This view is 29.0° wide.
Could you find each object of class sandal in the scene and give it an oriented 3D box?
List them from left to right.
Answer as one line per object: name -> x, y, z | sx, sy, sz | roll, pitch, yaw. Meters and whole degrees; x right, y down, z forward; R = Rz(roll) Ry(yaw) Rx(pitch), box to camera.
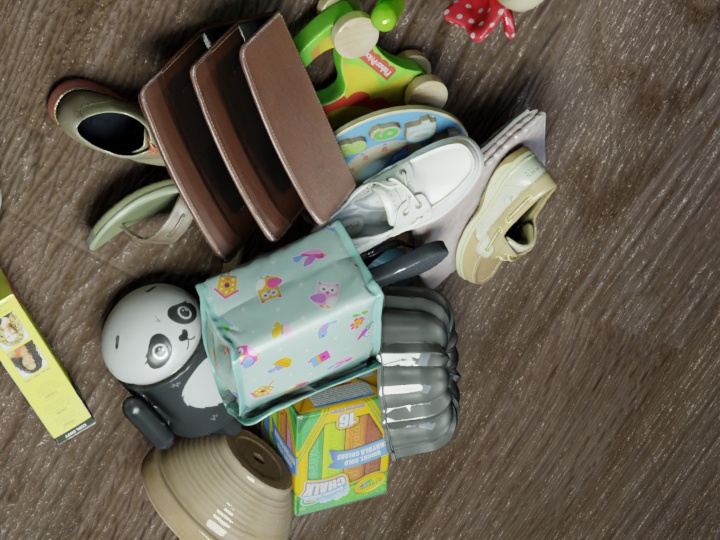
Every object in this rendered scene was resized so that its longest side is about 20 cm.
sandal -> -0.185, -0.061, 1.423 | 0.200, 0.058, 0.080 | -20, 172, -17
sandal -> -0.001, 0.000, 1.492 | 0.199, 0.043, 0.076 | -19, 173, 27

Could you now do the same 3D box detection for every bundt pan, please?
bundt pan -> 0.069, 0.110, 1.552 | 0.075, 0.203, 0.203 | -3, 129, 9

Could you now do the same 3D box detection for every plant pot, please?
plant pot -> -0.143, 0.244, 1.580 | 0.200, 0.201, 0.093 | 30, 107, -39

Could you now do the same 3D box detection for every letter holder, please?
letter holder -> -0.109, -0.123, 1.344 | 0.142, 0.100, 0.201 | -54, 129, -44

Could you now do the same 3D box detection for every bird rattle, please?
bird rattle -> 0.162, -0.322, 1.397 | 0.112, 0.163, 0.201 | 27, 97, -20

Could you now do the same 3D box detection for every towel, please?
towel -> 0.129, -0.077, 1.559 | 0.200, 0.032, 0.191 | -41, 158, -11

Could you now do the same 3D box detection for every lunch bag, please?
lunch bag -> -0.069, 0.069, 1.403 | 0.169, 0.122, 0.200 | -23, 151, -15

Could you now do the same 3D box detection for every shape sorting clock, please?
shape sorting clock -> 0.025, -0.103, 1.486 | 0.199, 0.039, 0.201 | -19, 148, -12

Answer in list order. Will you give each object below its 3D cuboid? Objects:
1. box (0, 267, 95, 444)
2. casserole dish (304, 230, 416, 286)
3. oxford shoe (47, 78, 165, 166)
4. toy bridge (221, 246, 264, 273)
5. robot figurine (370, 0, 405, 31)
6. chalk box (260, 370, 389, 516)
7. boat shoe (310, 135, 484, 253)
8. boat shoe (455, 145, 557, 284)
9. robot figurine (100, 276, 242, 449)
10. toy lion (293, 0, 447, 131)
box -> -0.346, 0.087, 1.448 | 0.050, 0.075, 0.201 | -31, 130, -9
casserole dish -> -0.009, 0.022, 1.612 | 0.199, 0.039, 0.121 | 21, 110, -38
oxford shoe -> -0.208, -0.128, 1.371 | 0.199, 0.075, 0.071 | 9, 116, -34
toy bridge -> -0.122, 0.006, 1.526 | 0.067, 0.027, 0.201 | -38, 139, -32
robot figurine -> 0.023, -0.325, 1.336 | 0.199, 0.116, 0.177 | -8, 118, -25
chalk box -> -0.043, 0.202, 1.660 | 0.124, 0.124, 0.201 | -13, 127, -20
boat shoe -> 0.036, -0.070, 1.424 | 0.199, 0.071, 0.069 | -33, 174, 13
boat shoe -> 0.161, -0.045, 1.540 | 0.074, 0.066, 0.201 | -32, 154, -33
robot figurine -> -0.192, 0.102, 1.506 | 0.124, 0.151, 0.200 | -29, 133, 9
toy lion -> -0.020, -0.170, 1.460 | 0.192, 0.069, 0.200 | -42, 136, 14
